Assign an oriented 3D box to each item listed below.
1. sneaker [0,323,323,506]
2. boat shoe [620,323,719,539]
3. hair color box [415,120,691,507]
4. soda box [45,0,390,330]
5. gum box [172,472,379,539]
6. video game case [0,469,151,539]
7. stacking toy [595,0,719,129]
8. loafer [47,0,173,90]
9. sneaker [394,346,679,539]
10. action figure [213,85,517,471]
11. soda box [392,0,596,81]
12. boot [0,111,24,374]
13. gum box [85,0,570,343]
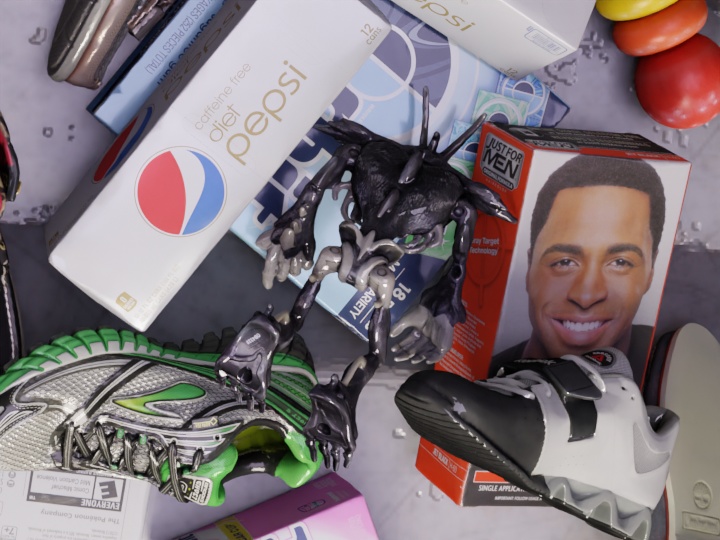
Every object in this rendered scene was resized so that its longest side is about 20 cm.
[{"bbox_3d":[-0.107,0.079,1.298,0.200,0.085,0.078,-5,142,-23],"label":"sneaker"},{"bbox_3d":[0.172,0.128,1.391,0.071,0.063,0.200,18,64,-36],"label":"boat shoe"},{"bbox_3d":[0.102,0.026,1.354,0.101,0.061,0.200,3,106,-26],"label":"hair color box"},{"bbox_3d":[-0.074,-0.070,1.266,0.064,0.068,0.200,37,97,-16],"label":"soda box"},{"bbox_3d":[-0.025,0.227,1.370,0.113,0.066,0.200,-22,101,-11],"label":"gum box"},{"bbox_3d":[-0.221,0.170,1.334,0.200,0.022,0.183,8,98,-13],"label":"video game case"},{"bbox_3d":[0.151,-0.170,1.364,0.085,0.085,0.200,-29,107,-9],"label":"stacking toy"},{"bbox_3d":[-0.098,-0.181,1.307,0.063,0.072,0.200,23,88,-22],"label":"loafer"},{"bbox_3d":[0.095,0.071,1.291,0.200,0.074,0.089,29,85,-47],"label":"sneaker"},{"bbox_3d":[0.000,0.000,1.290,0.119,0.102,0.200,30,57,4],"label":"action figure"},{"bbox_3d":[0.030,-0.182,1.295,0.200,0.064,0.068,32,66,-19],"label":"soda box"},{"bbox_3d":[-0.207,-0.025,1.249,0.073,0.151,0.200,-14,93,-17],"label":"boot"},{"bbox_3d":[-0.016,-0.087,1.347,0.200,0.045,0.170,39,88,-14],"label":"gum box"}]
